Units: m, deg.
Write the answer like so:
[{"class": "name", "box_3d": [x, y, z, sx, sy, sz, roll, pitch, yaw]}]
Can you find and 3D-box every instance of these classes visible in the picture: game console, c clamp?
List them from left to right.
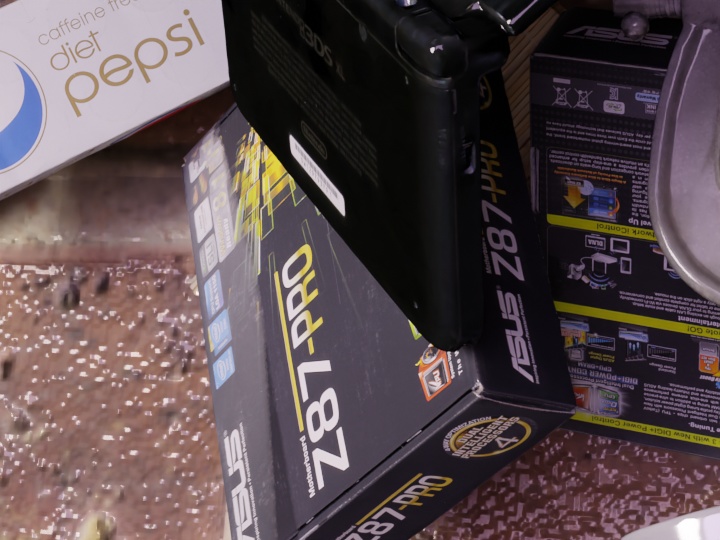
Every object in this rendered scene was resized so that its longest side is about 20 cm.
[{"class": "game console", "box_3d": [0.034, -0.101, 0.720, 0.116, 0.176, 0.200, -16, 35, -17]}, {"class": "c clamp", "box_3d": [0.170, -0.064, 0.672, 0.200, 0.027, 0.171, 9, 79, 21]}]

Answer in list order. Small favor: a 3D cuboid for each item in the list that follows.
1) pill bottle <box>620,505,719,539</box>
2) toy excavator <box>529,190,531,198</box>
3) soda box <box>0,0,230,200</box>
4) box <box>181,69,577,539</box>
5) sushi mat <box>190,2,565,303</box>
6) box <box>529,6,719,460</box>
[{"class": "pill bottle", "box_3d": [0.158, 0.183, 0.758, 0.109, 0.109, 0.200, -17, 76, 17]}, {"class": "toy excavator", "box_3d": [0.166, -0.079, 0.800, 0.100, 0.200, 0.194, 47, 66, -8]}, {"class": "soda box", "box_3d": [-0.126, -0.077, 0.865, 0.200, 0.064, 0.068, -28, 95, -12]}, {"class": "box", "box_3d": [0.000, 0.000, 0.797, 0.161, 0.049, 0.200, -44, 46, 44]}, {"class": "sushi mat", "box_3d": [0.015, -0.036, 0.874, 0.200, 0.012, 0.096, -47, 50, 10]}, {"class": "box", "box_3d": [0.160, -0.003, 0.750, 0.200, 0.044, 0.160, 9, 124, 21]}]
